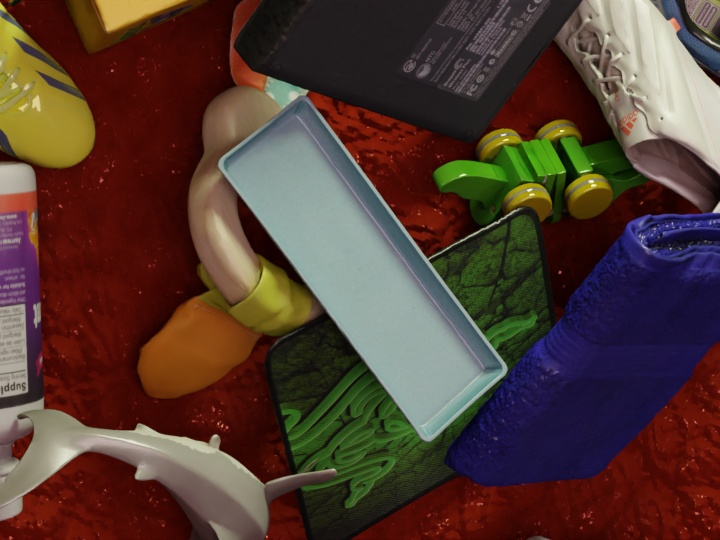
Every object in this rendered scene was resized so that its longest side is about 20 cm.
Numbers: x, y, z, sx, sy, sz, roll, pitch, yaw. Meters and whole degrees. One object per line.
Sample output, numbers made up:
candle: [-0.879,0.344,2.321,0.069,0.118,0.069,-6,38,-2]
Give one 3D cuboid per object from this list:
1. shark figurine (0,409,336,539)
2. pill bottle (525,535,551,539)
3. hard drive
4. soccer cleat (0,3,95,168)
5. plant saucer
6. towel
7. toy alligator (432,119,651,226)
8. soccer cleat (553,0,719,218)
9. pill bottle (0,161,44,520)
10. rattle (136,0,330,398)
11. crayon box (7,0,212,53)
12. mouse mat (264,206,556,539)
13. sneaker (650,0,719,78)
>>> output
shark figurine: [-0.099,0.138,1.290,0.214,0.128,0.090,37,49,-51]
pill bottle: [0.182,0.239,1.427,0.199,0.110,0.110,22,89,-14]
hard drive: [0.037,-0.152,1.320,0.200,0.033,0.140,14,120,-50]
soccer cleat: [-0.226,-0.134,1.310,0.065,0.084,0.200,-41,103,-7]
plant saucer: [0.000,0.000,1.314,0.070,0.019,0.200,-40,99,-22]
towel: [0.147,0.045,1.365,0.147,0.050,0.200,2,133,-46]
toy alligator: [0.135,-0.056,1.425,0.199,0.059,0.054,-9,142,-20]
soccer cleat: [0.168,-0.111,1.391,0.200,0.069,0.078,45,61,6]
pill bottle: [-0.236,0.040,1.309,0.111,0.111,0.201,-2,96,-13]
rattle: [-0.078,-0.043,1.384,0.130,0.143,0.201,-7,72,-30]
crayon box: [-0.099,-0.177,1.315,0.199,0.127,0.051,-25,95,-9]
mouse mat: [0.038,0.066,1.379,0.200,0.008,0.161,-28,127,-21]
sneaker: [0.257,-0.134,1.424,0.199,0.089,0.079,26,90,-14]
